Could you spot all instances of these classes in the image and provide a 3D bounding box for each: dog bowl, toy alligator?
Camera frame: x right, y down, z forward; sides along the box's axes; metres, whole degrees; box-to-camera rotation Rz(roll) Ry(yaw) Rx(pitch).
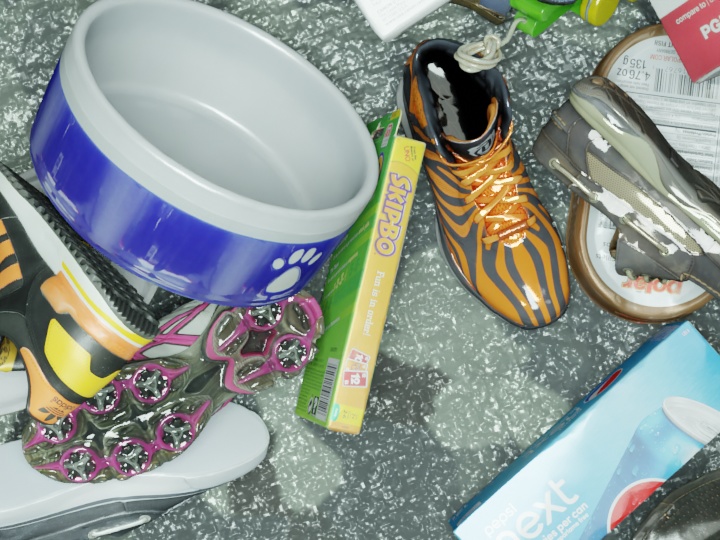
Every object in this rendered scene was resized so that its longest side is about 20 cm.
[{"bbox_3d":[-0.092,-0.075,0.827,0.200,0.200,0.079,37,122,3],"label":"dog bowl"},{"bbox_3d":[0.130,-0.186,0.862,0.059,0.054,0.200,34,50,26],"label":"toy alligator"}]

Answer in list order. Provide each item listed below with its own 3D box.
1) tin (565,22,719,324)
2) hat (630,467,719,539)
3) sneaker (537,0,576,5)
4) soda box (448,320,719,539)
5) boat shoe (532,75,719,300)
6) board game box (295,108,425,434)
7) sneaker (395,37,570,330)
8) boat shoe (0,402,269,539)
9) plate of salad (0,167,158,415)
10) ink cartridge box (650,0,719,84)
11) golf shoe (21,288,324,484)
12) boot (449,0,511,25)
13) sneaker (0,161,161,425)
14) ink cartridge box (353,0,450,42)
[{"bbox_3d":[0.198,-0.065,0.909,0.112,0.042,0.200,7,86,5],"label":"tin"},{"bbox_3d":[0.255,0.222,0.867,0.200,0.081,0.201,-1,78,3],"label":"hat"},{"bbox_3d":[0.115,-0.252,0.781,0.078,0.089,0.200,3,106,6],"label":"sneaker"},{"bbox_3d":[0.153,0.122,0.881,0.200,0.064,0.068,-42,87,-2],"label":"soda box"},{"bbox_3d":[0.188,-0.031,0.862,0.073,0.074,0.200,-42,91,23],"label":"boat shoe"},{"bbox_3d":[0.000,0.000,0.874,0.030,0.096,0.200,12,87,-14],"label":"board game box"},{"bbox_3d":[0.076,-0.055,0.870,0.077,0.112,0.200,-28,86,-1],"label":"sneaker"},{"bbox_3d":[-0.156,0.138,0.881,0.200,0.068,0.072,-14,46,-21],"label":"boat shoe"},{"bbox_3d":[-0.202,0.010,0.865,0.200,0.048,0.200,-14,49,17],"label":"plate of salad"},{"bbox_3d":[0.232,-0.237,0.865,0.147,0.083,0.200,-24,86,-38],"label":"ink cartridge box"},{"bbox_3d":[-0.119,0.069,0.865,0.200,0.092,0.073,-28,106,-14],"label":"golf shoe"},{"bbox_3d":[0.099,-0.263,0.912,0.097,0.075,0.200,32,97,-7],"label":"boot"},{"bbox_3d":[-0.194,0.009,0.782,0.090,0.070,0.200,-48,44,-1],"label":"sneaker"},{"bbox_3d":[0.027,-0.269,0.854,0.161,0.050,0.200,-33,95,6],"label":"ink cartridge box"}]
